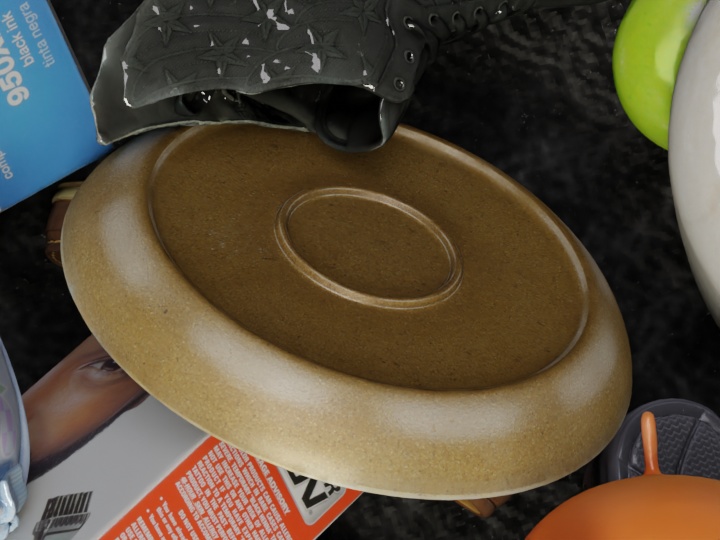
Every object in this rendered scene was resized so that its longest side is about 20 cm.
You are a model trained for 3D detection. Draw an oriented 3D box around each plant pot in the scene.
[{"bbox_3d":[0.000,0.000,0.987,0.199,0.028,0.201,13,34,-9],"label":"plant pot"}]

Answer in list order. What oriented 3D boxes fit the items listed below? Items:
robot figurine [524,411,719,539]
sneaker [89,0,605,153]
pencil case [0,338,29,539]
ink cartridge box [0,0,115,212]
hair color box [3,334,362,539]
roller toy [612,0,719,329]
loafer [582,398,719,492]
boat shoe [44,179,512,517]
[{"bbox_3d":[0.094,0.150,0.914,0.143,0.117,0.201,17,60,-13],"label":"robot figurine"},{"bbox_3d":[0.005,-0.084,1.020,0.199,0.060,0.105,8,69,-25],"label":"sneaker"},{"bbox_3d":[-0.204,0.061,0.941,0.199,0.083,0.091,-13,113,10],"label":"pencil case"},{"bbox_3d":[-0.208,-0.057,1.032,0.199,0.084,0.145,-30,41,-9],"label":"ink cartridge box"},{"bbox_3d":[-0.105,0.101,0.971,0.200,0.111,0.064,-42,120,-30],"label":"hair color box"},{"bbox_3d":[0.200,-0.034,1.032,0.182,0.140,0.201,-24,77,3],"label":"roller toy"},{"bbox_3d":[0.113,0.147,1.024,0.071,0.063,0.201,-2,76,-20],"label":"loafer"},{"bbox_3d":[-0.026,0.025,1.046,0.199,0.072,0.068,22,80,10],"label":"boat shoe"}]
